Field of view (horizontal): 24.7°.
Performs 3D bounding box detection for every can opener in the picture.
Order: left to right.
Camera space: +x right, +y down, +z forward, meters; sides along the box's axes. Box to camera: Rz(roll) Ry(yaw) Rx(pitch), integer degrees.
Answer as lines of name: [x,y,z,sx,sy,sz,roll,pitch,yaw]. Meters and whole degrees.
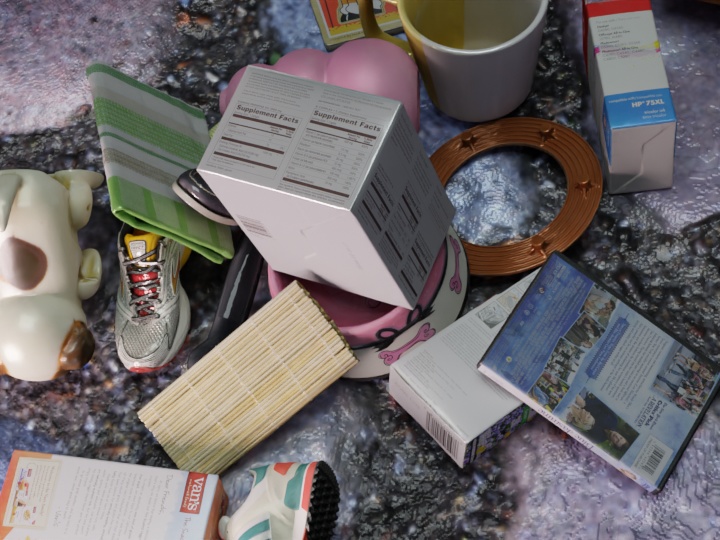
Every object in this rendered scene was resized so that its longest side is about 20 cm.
can opener: [-0.122,0.049,1.583,0.078,0.063,0.200,15,62,-8]

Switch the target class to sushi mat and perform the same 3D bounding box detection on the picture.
sushi mat: [-0.104,0.107,1.513,0.200,0.012,0.096,-40,86,7]

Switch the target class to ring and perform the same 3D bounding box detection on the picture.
ring: [0.140,-0.079,1.633,0.200,0.019,0.201,-10,51,12]

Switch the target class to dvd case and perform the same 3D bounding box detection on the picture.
dvd case: [0.222,0.091,1.497,0.200,0.018,0.143,35,64,1]

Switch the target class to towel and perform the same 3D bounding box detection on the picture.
towel: [-0.199,-0.105,1.600,0.031,0.149,0.200,-40,46,29]

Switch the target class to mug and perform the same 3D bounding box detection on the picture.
mug: [0.108,-0.243,1.682,0.149,0.153,0.187,-33,60,-13]

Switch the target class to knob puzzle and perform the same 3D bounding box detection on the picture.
knob puzzle: [0.023,-0.349,1.832,0.219,0.030,0.220,-4,58,6]

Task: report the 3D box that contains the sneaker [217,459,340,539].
sneaker: [-0.086,0.260,1.454,0.093,0.070,0.200,0,58,27]

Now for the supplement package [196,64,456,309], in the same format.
supplement package: [-0.025,-0.071,1.456,0.155,0.200,0.111,16,70,24]

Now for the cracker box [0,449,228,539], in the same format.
cracker box: [-0.231,0.243,1.479,0.200,0.058,0.134,6,60,12]

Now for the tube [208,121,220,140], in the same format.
tube: [-0.149,-0.117,1.703,0.200,0.052,0.058,-44,23,-12]

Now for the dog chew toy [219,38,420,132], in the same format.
dog chew toy: [-0.041,-0.169,1.644,0.200,0.125,0.125,0,58,5]

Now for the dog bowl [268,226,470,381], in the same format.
dog bowl: [0.000,0.000,1.572,0.200,0.074,0.201,-7,62,14]

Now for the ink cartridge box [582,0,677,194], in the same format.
ink cartridge box: [0.267,-0.192,1.652,0.067,0.116,0.200,-7,58,4]

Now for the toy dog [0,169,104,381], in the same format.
toy dog: [-0.308,0.005,1.572,0.139,0.194,0.200,-4,91,-11]

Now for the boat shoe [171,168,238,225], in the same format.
boat shoe: [-0.113,-0.089,1.592,0.073,0.200,0.063,42,109,17]

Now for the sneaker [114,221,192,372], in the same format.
sneaker: [-0.211,0.004,1.604,0.078,0.082,0.200,-5,66,13]

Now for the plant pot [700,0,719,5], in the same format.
plant pot: [0.379,-0.363,1.713,0.140,0.200,0.200,4,57,28]

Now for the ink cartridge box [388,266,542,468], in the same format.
ink cartridge box: [0.136,0.085,1.532,0.200,0.050,0.109,-32,59,-24]
